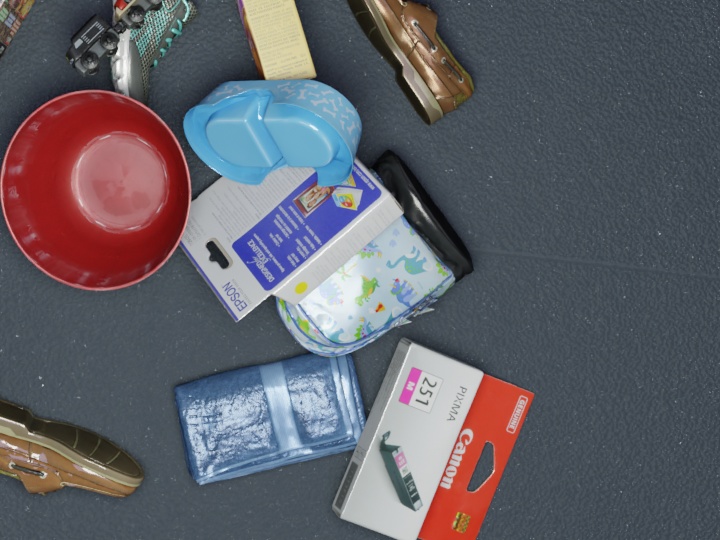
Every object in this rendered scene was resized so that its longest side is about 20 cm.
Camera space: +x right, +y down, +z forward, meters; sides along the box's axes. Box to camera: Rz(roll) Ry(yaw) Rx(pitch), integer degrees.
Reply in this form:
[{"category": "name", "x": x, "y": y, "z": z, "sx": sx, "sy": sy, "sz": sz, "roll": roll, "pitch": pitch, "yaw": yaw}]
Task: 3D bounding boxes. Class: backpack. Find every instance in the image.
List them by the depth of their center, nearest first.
[{"category": "backpack", "x": 0.000, "y": 0.000, "z": 1.740, "sx": 0.199, "sy": 0.154, "sz": 0.164, "roll": -34, "pitch": 101, "yaw": 10}]

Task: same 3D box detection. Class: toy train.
[{"category": "toy train", "x": -0.226, "y": -0.278, "z": 1.687, "sx": 0.046, "sy": 0.034, "sz": 0.200, "roll": 42, "pitch": 76, "yaw": 1}]

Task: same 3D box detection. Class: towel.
[{"category": "towel", "x": -0.096, "y": 0.155, "z": 1.773, "sx": 0.198, "sy": 0.049, "sz": 0.113, "roll": -12, "pitch": 92, "yaw": -4}]

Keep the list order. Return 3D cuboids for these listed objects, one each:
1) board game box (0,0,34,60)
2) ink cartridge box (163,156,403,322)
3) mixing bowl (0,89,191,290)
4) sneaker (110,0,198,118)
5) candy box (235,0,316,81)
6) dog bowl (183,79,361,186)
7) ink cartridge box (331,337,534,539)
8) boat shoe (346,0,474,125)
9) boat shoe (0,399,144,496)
[{"category": "board game box", "x": -0.394, "y": -0.279, "z": 1.675, "sx": 0.096, "sy": 0.159, "sz": 0.201, "roll": 30, "pitch": 89, "yaw": -5}, {"category": "ink cartridge box", "x": -0.081, "y": -0.053, "z": 1.703, "sx": 0.200, "sy": 0.198, "sz": 0.047, "roll": -41, "pitch": 134, "yaw": 0}, {"category": "mixing bowl", "x": -0.260, "y": -0.087, "z": 1.710, "sx": 0.198, "sy": 0.108, "sz": 0.202, "roll": 1, "pitch": 98, "yaw": 6}, {"category": "sneaker", "x": -0.215, "y": -0.259, "z": 1.736, "sx": 0.090, "sy": 0.078, "sz": 0.202, "roll": 2, "pitch": 94, "yaw": -9}, {"category": "candy box", "x": -0.102, "y": -0.285, "z": 1.721, "sx": 0.056, "sy": 0.117, "sz": 0.201, "roll": -16, "pitch": 93, "yaw": -4}, {"category": "dog bowl", "x": -0.085, "y": -0.142, "z": 1.671, "sx": 0.050, "sy": 0.199, "sz": 0.112, "roll": -61, "pitch": 137, "yaw": -33}, {"category": "ink cartridge box", "x": 0.085, "y": 0.196, "z": 1.774, "sx": 0.173, "sy": 0.044, "sz": 0.201, "roll": 22, "pitch": 90, "yaw": -18}, {"category": "boat shoe", "x": 0.048, "y": -0.256, "z": 1.764, "sx": 0.068, "sy": 0.072, "sz": 0.201, "roll": -34, "pitch": 104, "yaw": -7}, {"category": "boat shoe", "x": -0.327, "y": 0.198, "z": 1.744, "sx": 0.199, "sy": 0.072, "sz": 0.068, "roll": 24, "pitch": 102, "yaw": 0}]
